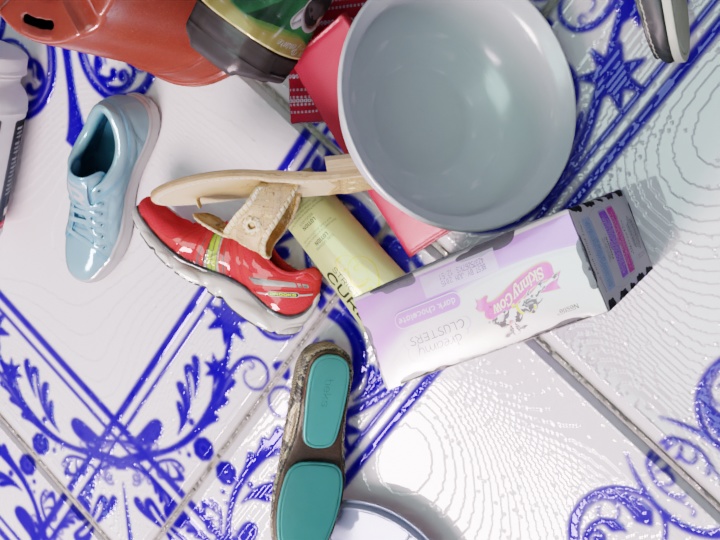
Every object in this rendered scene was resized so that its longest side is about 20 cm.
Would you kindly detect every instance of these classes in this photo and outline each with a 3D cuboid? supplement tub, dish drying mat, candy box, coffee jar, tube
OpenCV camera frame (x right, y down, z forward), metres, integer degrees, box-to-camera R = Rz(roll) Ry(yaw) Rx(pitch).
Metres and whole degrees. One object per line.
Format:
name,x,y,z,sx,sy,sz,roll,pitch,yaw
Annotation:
supplement tub,-0.415,-0.133,0.978,0.139,0.140,0.203,24,107,20
dish drying mat,0.017,-0.114,0.830,0.076,0.018,0.201,-31,94,34
candy box,0.113,0.008,0.718,0.166,0.200,0.072,-22,89,25
coffee jar,-0.056,-0.246,0.775,0.085,0.104,0.201,36,104,8
tube,0.000,0.000,0.855,0.201,0.052,0.058,51,152,7

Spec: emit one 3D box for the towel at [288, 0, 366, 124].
towel,-0.003,-0.230,0.836,0.143,0.022,0.203,3,99,26

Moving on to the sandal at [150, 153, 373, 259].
sandal,-0.071,-0.046,0.806,0.208,0.078,0.071,-8,81,4

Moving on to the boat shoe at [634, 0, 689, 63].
boat shoe,0.191,-0.243,0.714,0.065,0.074,0.202,-14,91,28

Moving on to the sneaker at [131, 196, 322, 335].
sneaker,-0.119,-0.021,0.903,0.199,0.077,0.086,32,99,10

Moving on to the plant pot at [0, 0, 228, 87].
plant pot,-0.199,-0.261,0.827,0.198,0.195,0.204,4,100,24

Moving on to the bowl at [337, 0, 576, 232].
bowl,0.062,-0.124,0.759,0.090,0.199,0.204,-17,91,68

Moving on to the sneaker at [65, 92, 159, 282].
sneaker,-0.263,-0.079,0.947,0.073,0.082,0.202,25,108,20

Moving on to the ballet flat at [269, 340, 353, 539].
ballet flat,-0.047,0.164,0.889,0.067,0.075,0.203,9,89,-19

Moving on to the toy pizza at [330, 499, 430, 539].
toy pizza,0.008,0.309,0.906,0.198,0.032,0.203,4,100,26
